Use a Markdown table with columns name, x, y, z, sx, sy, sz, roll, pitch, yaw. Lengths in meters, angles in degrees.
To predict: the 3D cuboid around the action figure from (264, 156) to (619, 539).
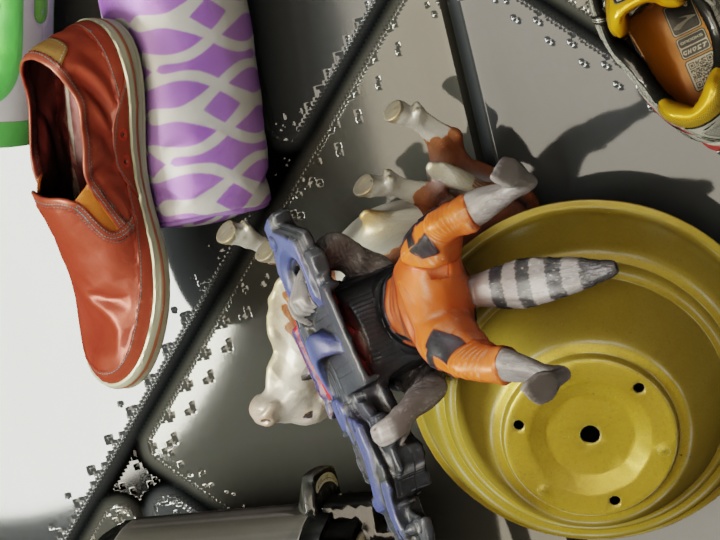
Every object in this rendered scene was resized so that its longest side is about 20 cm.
| name | x | y | z | sx | sy | sz | roll | pitch | yaw |
| --- | --- | --- | --- | --- | --- | --- | --- | --- | --- |
| action figure | 0.041 | 0.046 | 1.482 | 0.193 | 0.104 | 0.201 | -17 | 92 | 53 |

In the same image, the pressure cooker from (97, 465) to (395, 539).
| name | x | y | z | sx | sy | sz | roll | pitch | yaw |
| --- | --- | --- | --- | --- | --- | --- | --- | --- | --- |
| pressure cooker | -0.041 | 0.210 | 1.582 | 0.199 | 0.179 | 0.176 | -5 | 137 | 17 |

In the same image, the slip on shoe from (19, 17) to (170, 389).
| name | x | y | z | sx | sy | sz | roll | pitch | yaw |
| --- | --- | --- | --- | --- | --- | --- | --- | --- | --- |
| slip on shoe | -0.147 | -0.033 | 1.557 | 0.074 | 0.061 | 0.201 | 9 | 109 | 48 |

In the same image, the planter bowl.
| name | x | y | z | sx | sy | sz | roll | pitch | yaw |
| --- | --- | --- | --- | --- | --- | --- | --- | --- | --- |
| planter bowl | 0.121 | 0.070 | 1.525 | 0.200 | 0.084 | 0.201 | 2 | 112 | 5 |

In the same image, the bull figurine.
| name | x | y | z | sx | sy | sz | roll | pitch | yaw |
| --- | --- | --- | --- | --- | --- | --- | --- | --- | --- |
| bull figurine | 0.000 | 0.000 | 1.575 | 0.200 | 0.065 | 0.121 | -38 | 128 | 12 |

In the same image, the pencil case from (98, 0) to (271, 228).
| name | x | y | z | sx | sy | sz | roll | pitch | yaw |
| --- | --- | --- | --- | --- | --- | --- | --- | --- | --- |
| pencil case | -0.100 | -0.119 | 1.591 | 0.084 | 0.085 | 0.201 | -9 | 99 | -18 |

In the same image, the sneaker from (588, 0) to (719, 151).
| name | x | y | z | sx | sy | sz | roll | pitch | yaw |
| --- | --- | --- | --- | --- | --- | --- | --- | --- | --- |
| sneaker | 0.149 | -0.156 | 1.496 | 0.078 | 0.082 | 0.200 | -34 | 76 | 21 |

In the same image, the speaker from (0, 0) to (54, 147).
| name | x | y | z | sx | sy | sz | roll | pitch | yaw |
| --- | --- | --- | --- | --- | --- | --- | --- | --- | --- |
| speaker | -0.211 | -0.172 | 1.610 | 0.088 | 0.088 | 0.201 | 5 | 101 | 16 |
